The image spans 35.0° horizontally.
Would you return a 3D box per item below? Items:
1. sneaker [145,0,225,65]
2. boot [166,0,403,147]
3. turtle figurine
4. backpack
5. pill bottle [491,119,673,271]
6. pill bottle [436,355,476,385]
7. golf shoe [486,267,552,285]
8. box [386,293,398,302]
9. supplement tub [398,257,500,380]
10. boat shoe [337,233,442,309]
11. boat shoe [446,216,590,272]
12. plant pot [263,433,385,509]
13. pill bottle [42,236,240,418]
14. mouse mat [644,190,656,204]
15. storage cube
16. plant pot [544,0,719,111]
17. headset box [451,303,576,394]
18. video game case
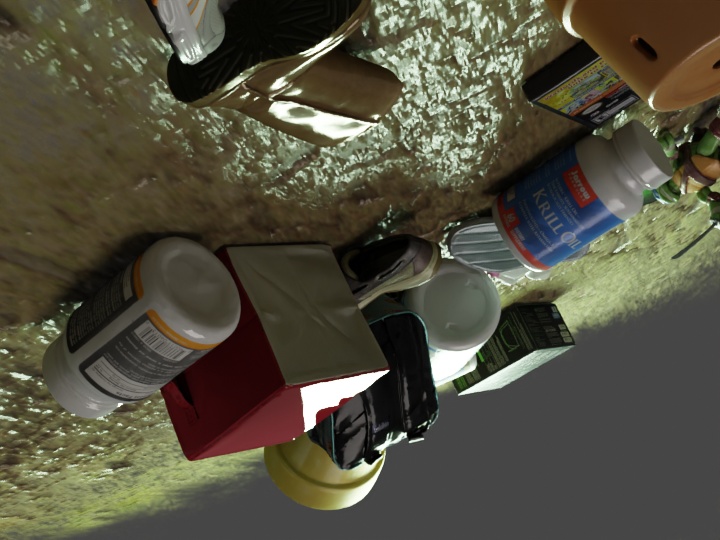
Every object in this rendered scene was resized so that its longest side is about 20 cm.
[{"bbox_3d":[-0.090,-0.189,0.648,0.092,0.076,0.200,-28,165,-5],"label":"sneaker"},{"bbox_3d":[-0.024,-0.158,0.853,0.175,0.066,0.200,-20,167,28],"label":"boot"},{"bbox_3d":[0.448,-0.125,1.472,0.200,0.144,0.194,-11,155,-48],"label":"turtle figurine"},{"bbox_3d":[0.001,0.125,1.461,0.175,0.153,0.200,-22,129,-23],"label":"backpack"},{"bbox_3d":[0.266,-0.093,1.364,0.200,0.112,0.112,-36,160,28],"label":"pill bottle"},{"bbox_3d":[0.072,0.143,1.792,0.199,0.111,0.111,-23,163,-9],"label":"pill bottle"},{"bbox_3d":[0.229,-0.033,1.584,0.092,0.075,0.200,-47,160,27],"label":"golf shoe"},{"bbox_3d":[-0.025,0.123,1.584,0.143,0.036,0.200,-16,134,-29],"label":"box"},{"bbox_3d":[0.112,0.071,1.588,0.132,0.132,0.200,-21,166,-13],"label":"supplement tub"},{"bbox_3d":[0.000,0.001,1.359,0.200,0.072,0.066,-21,138,32],"label":"boat shoe"},{"bbox_3d":[0.200,-0.039,1.497,0.199,0.067,0.074,3,110,-19],"label":"boat shoe"},{"bbox_3d":[-0.044,0.260,1.880,0.200,0.201,0.189,-14,144,-32],"label":"plant pot"},{"bbox_3d":[-0.222,0.062,1.133,0.200,0.117,0.116,-35,160,32],"label":"pill bottle"},{"bbox_3d":[0.398,-0.111,1.677,0.199,0.008,0.161,-21,163,-10],"label":"mouse mat"},{"bbox_3d":[-0.109,0.086,1.271,0.200,0.171,0.180,-4,152,-49],"label":"storage cube"},{"bbox_3d":[0.262,-0.223,0.921,0.200,0.140,0.200,-23,164,-7],"label":"plant pot"},{"bbox_3d":[0.268,0.149,2.118,0.200,0.093,0.174,-35,161,30],"label":"headset box"},{"bbox_3d":[0.283,-0.219,1.160,0.200,0.026,0.181,-33,162,26],"label":"video game case"}]
